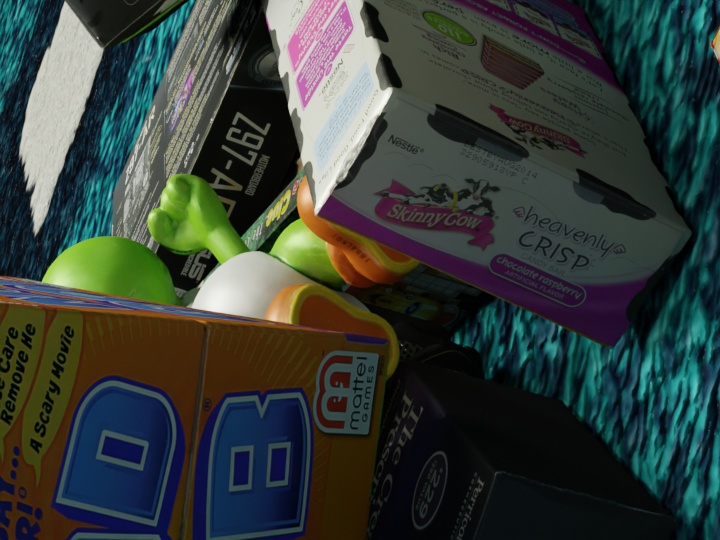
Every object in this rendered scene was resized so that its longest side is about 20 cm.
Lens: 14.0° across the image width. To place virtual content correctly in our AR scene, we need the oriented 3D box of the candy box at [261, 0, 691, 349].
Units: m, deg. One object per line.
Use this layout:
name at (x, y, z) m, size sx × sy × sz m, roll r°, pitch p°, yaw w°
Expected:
candy box at (0.040, -0.065, 1.159) m, size 0.061 × 0.136 × 0.200 m, roll -57°, pitch 22°, yaw 21°

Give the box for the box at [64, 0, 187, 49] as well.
box at (-0.063, -0.206, 1.265) m, size 0.200 × 0.124 × 0.149 m, roll -39°, pitch 4°, yaw 9°

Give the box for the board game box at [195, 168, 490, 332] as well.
board game box at (0.000, 0.000, 1.288) m, size 0.200 × 0.104 × 0.024 m, roll 135°, pitch 151°, yaw -58°

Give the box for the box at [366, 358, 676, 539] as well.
box at (0.032, 0.153, 1.106) m, size 0.141 × 0.079 × 0.201 m, roll -136°, pitch 63°, yaw -68°

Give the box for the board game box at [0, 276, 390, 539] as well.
board game box at (-0.137, 0.105, 1.054) m, size 0.199 × 0.199 × 0.201 m, roll 8°, pitch 91°, yaw 41°

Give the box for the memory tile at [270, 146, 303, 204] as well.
memory tile at (-0.006, -0.111, 1.356) m, size 0.154 × 0.017 × 0.200 m, roll -86°, pitch 21°, yaw -46°

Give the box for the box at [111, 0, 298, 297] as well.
box at (-0.067, -0.071, 1.408) m, size 0.160 × 0.043 × 0.201 m, roll -96°, pitch 28°, yaw -59°

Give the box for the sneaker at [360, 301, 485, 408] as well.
sneaker at (-0.004, 0.091, 1.276) m, size 0.200 × 0.076 × 0.115 m, roll -52°, pitch 26°, yaw 44°

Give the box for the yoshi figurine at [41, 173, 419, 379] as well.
yoshi figurine at (-0.068, 0.016, 1.195) m, size 0.200 × 0.112 × 0.112 m, roll -23°, pitch 87°, yaw 53°

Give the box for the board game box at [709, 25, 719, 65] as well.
board game box at (0.184, -0.108, 0.909) m, size 0.152 × 0.046 × 0.201 m, roll -100°, pitch 30°, yaw -55°
